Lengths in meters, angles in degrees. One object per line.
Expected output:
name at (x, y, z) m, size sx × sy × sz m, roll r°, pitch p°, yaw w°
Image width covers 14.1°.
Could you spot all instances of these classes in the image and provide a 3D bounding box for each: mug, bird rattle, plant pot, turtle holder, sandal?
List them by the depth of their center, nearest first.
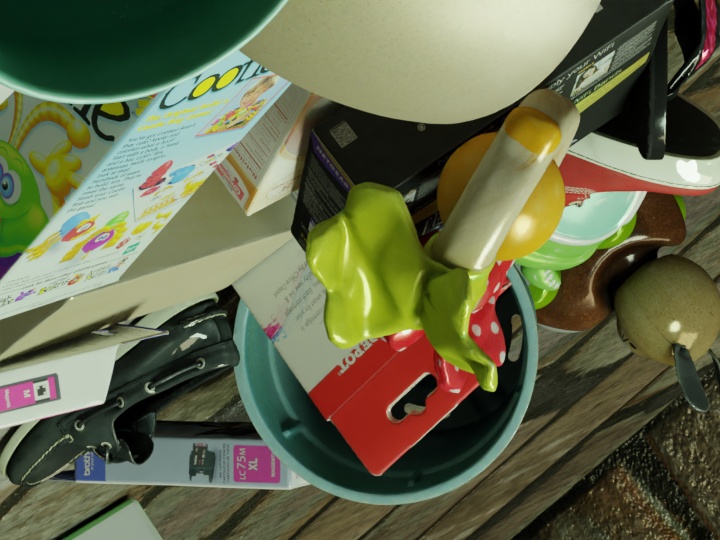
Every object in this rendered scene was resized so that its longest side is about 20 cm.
mug at (-0.084, -0.155, 0.981) m, size 0.184 × 0.114 × 0.152 m, roll -26°, pitch 130°, yaw -14°
plant pot at (-0.013, -0.158, 1.098) m, size 0.134 × 0.201 × 0.200 m, roll 0°, pitch 146°, yaw -42°
bird rattle at (0.063, -0.012, 1.427) m, size 0.163 × 0.112 × 0.200 m, roll -57°, pitch 166°, yaw 9°
sandal at (0.177, -0.153, 1.608) m, size 0.045 × 0.201 × 0.075 m, roll 9°, pitch 151°, yaw -1°
turtle holder at (0.096, -0.088, 1.768) m, size 0.132 × 0.185 × 0.141 m, roll -44°, pitch -163°, yaw 36°
plant pot at (0.033, 0.046, 1.954) m, size 0.200 × 0.201 × 0.196 m, roll -38°, pitch 175°, yaw 10°

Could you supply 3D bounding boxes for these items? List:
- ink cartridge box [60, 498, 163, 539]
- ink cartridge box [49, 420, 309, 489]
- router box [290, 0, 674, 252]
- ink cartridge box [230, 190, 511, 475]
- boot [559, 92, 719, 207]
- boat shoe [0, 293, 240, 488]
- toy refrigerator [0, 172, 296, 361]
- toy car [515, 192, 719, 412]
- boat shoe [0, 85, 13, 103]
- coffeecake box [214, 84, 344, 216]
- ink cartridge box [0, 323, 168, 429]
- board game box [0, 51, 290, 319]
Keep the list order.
ink cartridge box at (-0.228, 0.276, 2.307) m, size 0.145 × 0.084 × 0.200 m, roll -31°, pitch 167°, yaw -21°
ink cartridge box at (-0.112, 0.126, 2.013) m, size 0.199 × 0.042 × 0.119 m, roll -3°, pitch -179°, yaw 24°
router box at (0.061, -0.079, 1.513) m, size 0.200 × 0.052 × 0.157 m, roll -34°, pitch 168°, yaw -15°
ink cartridge box at (0.000, 0.000, 1.635) m, size 0.116 × 0.200 × 0.067 m, roll -44°, pitch 165°, yaw 34°
boot at (0.107, -0.044, 1.671) m, size 0.073 × 0.199 × 0.145 m, roll -64°, pitch 164°, yaw -53°
boat shoe at (-0.152, 0.092, 1.878) m, size 0.199 × 0.066 × 0.074 m, roll -40°, pitch 167°, yaw 18°
toy refrigerator at (-0.126, -0.017, 1.554) m, size 0.076 × 0.070 × 0.200 m, roll -36°, pitch 169°, yaw 37°
toy car at (0.229, 0.036, 2.363) m, size 0.158 × 0.200 × 0.164 m, roll -40°, pitch 166°, yaw 20°
boat shoe at (-0.208, -0.063, 1.202) m, size 0.070 × 0.071 × 0.200 m, roll 14°, pitch 140°, yaw -37°
coffeecake box at (0.005, -0.130, 1.471) m, size 0.153 × 0.073 × 0.200 m, roll -30°, pitch 167°, yaw -27°
ink cartridge box at (-0.206, 0.062, 1.529) m, size 0.199 × 0.037 × 0.095 m, roll -15°, pitch -169°, yaw -33°
board game box at (-0.117, -0.080, 1.260) m, size 0.105 × 0.103 × 0.200 m, roll -19°, pitch 160°, yaw -49°
